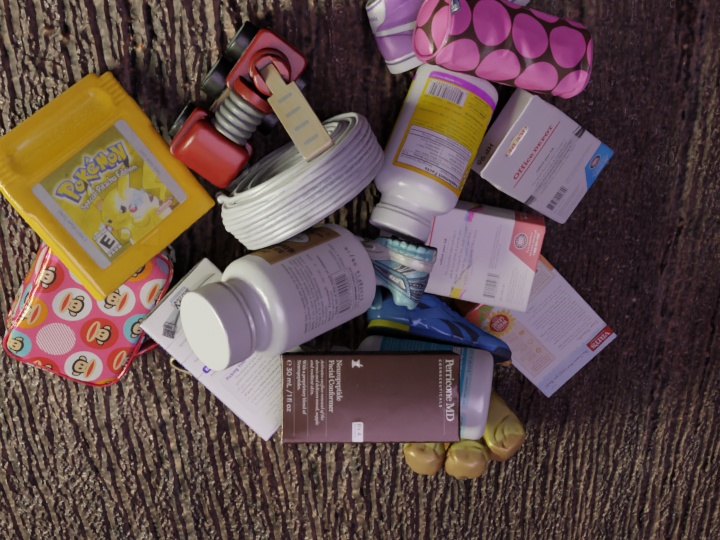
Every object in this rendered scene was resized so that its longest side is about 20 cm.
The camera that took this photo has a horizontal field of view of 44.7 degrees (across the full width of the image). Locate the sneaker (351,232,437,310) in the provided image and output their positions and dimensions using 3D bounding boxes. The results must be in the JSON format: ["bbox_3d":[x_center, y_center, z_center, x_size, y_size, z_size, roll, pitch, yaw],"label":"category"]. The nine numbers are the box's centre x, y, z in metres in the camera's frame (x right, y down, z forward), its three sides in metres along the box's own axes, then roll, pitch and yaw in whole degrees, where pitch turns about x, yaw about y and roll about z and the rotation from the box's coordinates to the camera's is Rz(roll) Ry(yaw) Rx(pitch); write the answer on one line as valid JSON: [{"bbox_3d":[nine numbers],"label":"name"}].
[{"bbox_3d":[0.000,0.000,1.052,0.078,0.200,0.086,14,87,-42],"label":"sneaker"}]

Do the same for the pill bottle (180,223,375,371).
[{"bbox_3d":[-0.090,0.030,0.962,0.200,0.114,0.115,-25,122,-37],"label":"pill bottle"}]

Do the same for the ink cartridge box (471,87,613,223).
[{"bbox_3d":[0.212,-0.145,1.076,0.200,0.068,0.116,20,108,-47],"label":"ink cartridge box"}]

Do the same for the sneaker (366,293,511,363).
[{"bbox_3d":[0.106,0.066,1.126,0.200,0.066,0.079,16,65,-10],"label":"sneaker"}]

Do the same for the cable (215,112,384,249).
[{"bbox_3d":[-0.066,-0.099,0.986,0.200,0.200,0.069,-34,108,2],"label":"cable"}]

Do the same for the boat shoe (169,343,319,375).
[{"bbox_3d":[-0.141,0.125,1.100,0.200,0.076,0.072,6,111,8],"label":"boat shoe"}]

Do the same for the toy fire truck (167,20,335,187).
[{"bbox_3d":[-0.114,-0.159,0.940,0.129,0.200,0.176,35,101,-18],"label":"toy fire truck"}]

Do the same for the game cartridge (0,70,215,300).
[{"bbox_3d":[-0.287,-0.097,0.969,0.176,0.032,0.200,-45,109,-21],"label":"game cartridge"}]

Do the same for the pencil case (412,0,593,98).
[{"bbox_3d":[0.162,-0.255,0.966,0.200,0.091,0.094,9,86,-26],"label":"pencil case"}]

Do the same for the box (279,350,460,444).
[{"bbox_3d":[0.010,0.141,0.981,0.200,0.075,0.100,-1,88,-4],"label":"box"}]

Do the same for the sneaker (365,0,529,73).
[{"bbox_3d":[0.102,-0.321,1.007,0.200,0.073,0.114,-28,114,-2],"label":"sneaker"}]

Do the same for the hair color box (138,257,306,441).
[{"bbox_3d":[-0.150,0.092,1.030,0.200,0.065,0.109,45,77,-11],"label":"hair color box"}]

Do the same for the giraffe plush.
[{"bbox_3d":[0.128,0.206,1.200,0.172,0.200,0.162,3,147,3],"label":"giraffe plush"}]

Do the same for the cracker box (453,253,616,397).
[{"bbox_3d":[0.245,0.068,1.225,0.134,0.058,0.200,-43,116,8],"label":"cracker box"}]

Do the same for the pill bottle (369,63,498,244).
[{"bbox_3d":[0.081,-0.136,1.032,0.104,0.104,0.200,25,86,-23],"label":"pill bottle"}]

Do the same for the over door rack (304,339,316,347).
[{"bbox_3d":[-0.008,0.109,1.171,0.200,0.067,0.148,-40,118,5],"label":"over door rack"}]

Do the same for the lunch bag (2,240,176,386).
[{"bbox_3d":[-0.312,0.038,1.049,0.176,0.082,0.200,25,104,-24],"label":"lunch bag"}]

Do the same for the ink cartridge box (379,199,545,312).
[{"bbox_3d":[0.125,-0.028,1.119,0.200,0.068,0.117,12,107,5],"label":"ink cartridge box"}]

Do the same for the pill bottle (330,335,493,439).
[{"bbox_3d":[0.059,0.140,1.081,0.200,0.111,0.111,8,113,7],"label":"pill bottle"}]
